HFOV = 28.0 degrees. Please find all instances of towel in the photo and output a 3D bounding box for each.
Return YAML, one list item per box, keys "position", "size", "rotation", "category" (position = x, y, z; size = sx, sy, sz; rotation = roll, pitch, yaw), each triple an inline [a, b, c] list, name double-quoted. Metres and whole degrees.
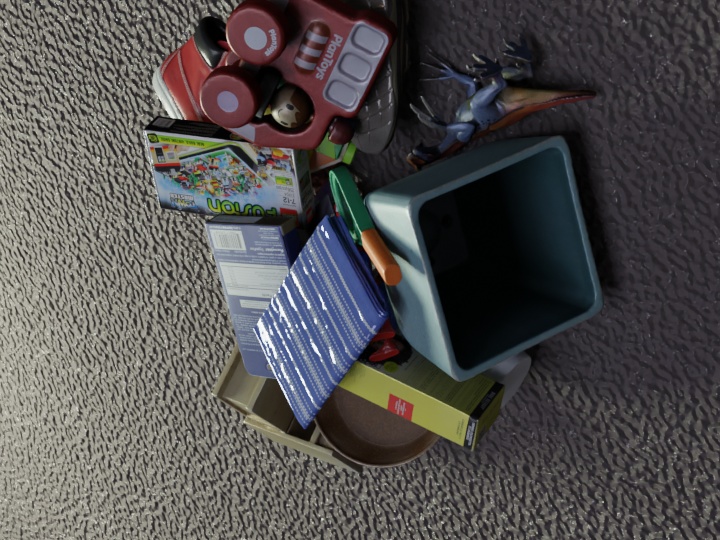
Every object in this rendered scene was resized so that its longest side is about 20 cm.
- position: [-0.043, 0.055, 1.566]
  size: [0.201, 0.024, 0.146]
  rotation: [-55, 51, 38]
  category: "towel"

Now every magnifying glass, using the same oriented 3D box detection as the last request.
- position: [0.004, -0.044, 1.510]
  size: [0.201, 0.022, 0.080]
  rotation: [-118, 13, -56]
  category: "magnifying glass"

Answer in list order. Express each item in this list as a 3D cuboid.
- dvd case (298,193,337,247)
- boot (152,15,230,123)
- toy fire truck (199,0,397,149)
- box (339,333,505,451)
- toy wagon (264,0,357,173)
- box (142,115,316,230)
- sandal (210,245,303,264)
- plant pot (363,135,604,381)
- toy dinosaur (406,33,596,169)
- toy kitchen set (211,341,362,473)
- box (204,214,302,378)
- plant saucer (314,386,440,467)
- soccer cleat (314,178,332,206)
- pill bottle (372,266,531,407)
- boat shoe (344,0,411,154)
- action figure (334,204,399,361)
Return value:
- position: [-0.061, 0.022, 1.717]
  size: [0.200, 0.016, 0.150]
  rotation: [-42, 61, 49]
  category: "dvd case"
- position: [-0.155, -0.192, 1.710]
  size: [0.144, 0.072, 0.201]
  rotation: [-36, 84, 43]
  category: "boot"
- position: [-0.068, -0.211, 1.547]
  size: [0.166, 0.112, 0.201]
  rotation: [27, 124, -1]
  category: "toy fire truck"
- position: [0.054, 0.120, 1.584]
  size: [0.198, 0.075, 0.051]
  rotation: [24, 130, 18]
  category: "box"
- position: [-0.057, -0.211, 1.639]
  size: [0.153, 0.040, 0.202]
  rotation: [21, 118, -2]
  category: "toy wagon"
- position: [-0.151, -0.114, 1.677]
  size: [0.197, 0.035, 0.111]
  rotation: [9, 127, 23]
  category: "box"
- position: [-0.151, -0.034, 1.744]
  size: [0.211, 0.070, 0.078]
  rotation: [25, 159, 50]
  category: "sandal"
- position: [0.108, -0.029, 1.536]
  size: [0.199, 0.194, 0.199]
  rotation: [20, 130, 62]
  category: "plant pot"
- position: [0.120, -0.155, 1.515]
  size: [0.199, 0.105, 0.183]
  rotation: [36, 144, 16]
  category: "toy dinosaur"
- position: [-0.045, 0.145, 1.869]
  size: [0.162, 0.182, 0.200]
  rotation: [15, 163, 41]
  category: "toy kitchen set"
- position: [-0.107, 0.033, 1.688]
  size: [0.120, 0.032, 0.203]
  rotation: [4, 116, 37]
  category: "box"
- position: [0.032, 0.138, 1.757]
  size: [0.198, 0.037, 0.204]
  rotation: [-4, 80, 23]
  category: "plant saucer"
- position: [-0.036, -0.014, 1.743]
  size: [0.077, 0.066, 0.202]
  rotation: [49, 130, 49]
  category: "soccer cleat"
- position: [0.096, 0.074, 1.660]
  size: [0.199, 0.112, 0.113]
  rotation: [37, 134, 21]
  category: "pill bottle"
- position: [0.027, -0.227, 1.578]
  size: [0.074, 0.073, 0.203]
  rotation: [20, 121, 30]
  category: "boat shoe"
- position: [0.000, 0.000, 1.594]
  size: [0.066, 0.051, 0.202]
  rotation: [67, -170, -55]
  category: "action figure"
